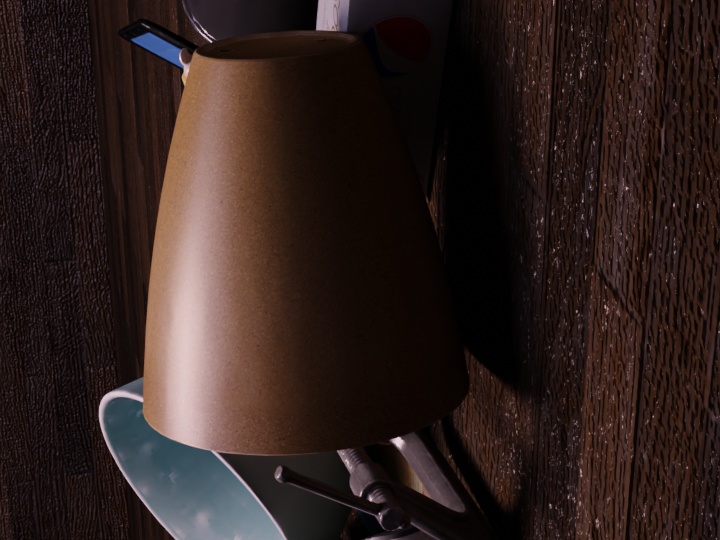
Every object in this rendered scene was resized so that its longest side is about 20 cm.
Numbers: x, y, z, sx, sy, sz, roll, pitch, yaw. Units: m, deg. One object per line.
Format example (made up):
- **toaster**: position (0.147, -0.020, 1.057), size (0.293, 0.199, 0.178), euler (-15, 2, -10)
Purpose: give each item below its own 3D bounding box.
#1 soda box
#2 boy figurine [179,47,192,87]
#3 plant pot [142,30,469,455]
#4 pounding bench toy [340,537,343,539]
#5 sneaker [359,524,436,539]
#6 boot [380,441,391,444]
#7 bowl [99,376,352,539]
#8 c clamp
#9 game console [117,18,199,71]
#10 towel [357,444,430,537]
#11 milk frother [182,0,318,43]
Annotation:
- **soda box**: position (0.011, -0.128, 1.045), size (0.201, 0.063, 0.068), euler (97, 162, -45)
- **boy figurine**: position (-0.088, -0.129, 1.366), size (0.064, 0.124, 0.201), euler (-50, -16, -50)
- **plant pot**: position (-0.038, -0.025, 0.982), size (0.186, 0.185, 0.201), euler (-133, 36, -69)
- **pounding bench toy**: position (-0.088, 0.229, 1.379), size (0.201, 0.124, 0.156), euler (55, 162, 6)
- **sneaker**: position (0.013, 0.221, 1.138), size (0.200, 0.073, 0.080), euler (116, 138, -66)
- **boot**: position (0.000, 0.000, 1.165), size (0.155, 0.073, 0.201), euler (-118, 18, -52)
- **bowl**: position (-0.076, 0.131, 1.245), size (0.200, 0.105, 0.201), euler (34, 150, 23)
- **c clamp**: position (0.008, 0.103, 1.029), size (0.027, 0.170, 0.200), euler (-55, 23, 10)
- **game console**: position (-0.145, -0.139, 1.613), size (0.200, 0.116, 0.177), euler (-159, 62, -76)
- **towel**: position (0.030, 0.160, 1.220), size (0.200, 0.022, 0.148), euler (-122, 27, -58)
- **milk frother**: position (-0.098, -0.258, 1.154), size (0.188, 0.199, 0.182), euler (105, 158, -59)
